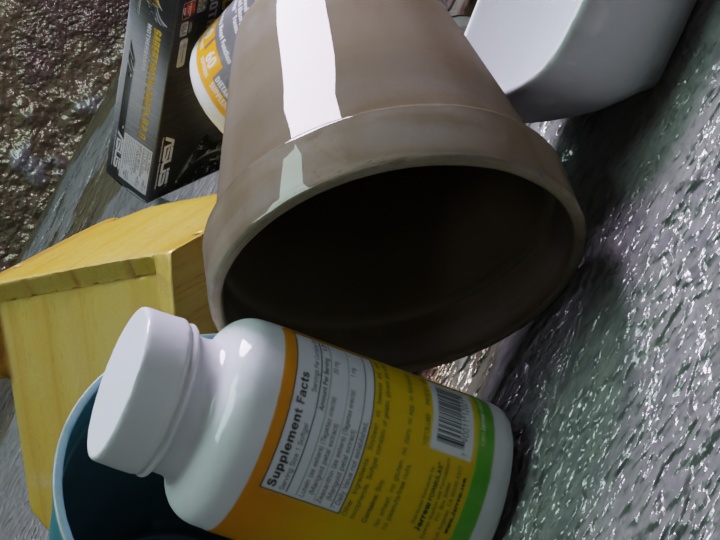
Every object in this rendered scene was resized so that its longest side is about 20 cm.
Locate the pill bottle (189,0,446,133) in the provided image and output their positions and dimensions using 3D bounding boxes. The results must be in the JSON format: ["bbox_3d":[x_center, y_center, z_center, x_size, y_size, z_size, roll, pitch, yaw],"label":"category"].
[{"bbox_3d":[-0.015,-0.170,1.550,0.200,0.116,0.116,-43,24,36],"label":"pill bottle"}]

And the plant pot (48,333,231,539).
[{"bbox_3d":[-0.091,0.169,1.332,0.188,0.200,0.200,117,171,-54],"label":"plant pot"}]

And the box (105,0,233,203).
[{"bbox_3d":[-0.100,-0.162,1.674,0.158,0.048,0.200,-27,-37,-41],"label":"box"}]

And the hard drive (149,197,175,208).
[{"bbox_3d":[-0.115,0.030,1.607,0.200,0.027,0.132,22,80,52],"label":"hard drive"}]

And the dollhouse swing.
[{"bbox_3d":[-0.130,0.061,1.551,0.200,0.176,0.182,-10,14,43],"label":"dollhouse swing"}]

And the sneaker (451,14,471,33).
[{"bbox_3d":[0.075,-0.080,1.435,0.115,0.076,0.201,-28,46,53],"label":"sneaker"}]

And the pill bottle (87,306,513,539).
[{"bbox_3d":[-0.033,0.090,1.199,0.111,0.200,0.111,-159,90,-74],"label":"pill bottle"}]

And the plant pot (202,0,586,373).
[{"bbox_3d":[0.005,-0.065,1.258,0.200,0.200,0.174,-50,41,43],"label":"plant pot"}]

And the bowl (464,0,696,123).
[{"bbox_3d":[0.137,-0.169,1.323,0.200,0.075,0.200,-65,14,-8],"label":"bowl"}]
